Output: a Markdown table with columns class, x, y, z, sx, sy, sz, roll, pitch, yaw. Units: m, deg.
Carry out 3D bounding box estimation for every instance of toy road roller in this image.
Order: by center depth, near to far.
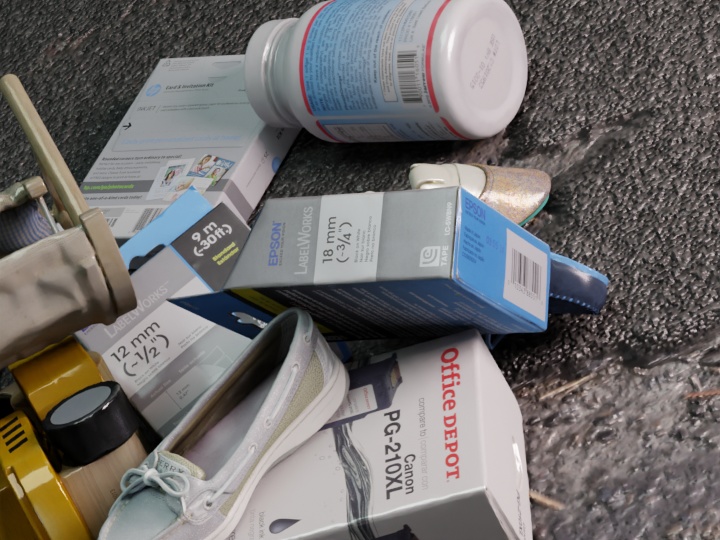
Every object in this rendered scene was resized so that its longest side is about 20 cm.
| class | x | y | z | sx | sy | sz | roll | pitch | yaw |
| --- | --- | --- | --- | --- | --- | --- | --- | --- | --- |
| toy road roller | -0.206 | 0.139 | 1.678 | 0.146 | 0.123 | 0.200 | -29 | 20 | -7 |

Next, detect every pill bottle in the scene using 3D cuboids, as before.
| class | x | y | z | sx | sy | sz | roll | pitch | yaw |
| --- | --- | --- | --- | --- | --- | --- | --- | --- | --- |
| pill bottle | 0.015 | -0.150 | 1.910 | 0.200 | 0.109 | 0.109 | 1 | 49 | 37 |

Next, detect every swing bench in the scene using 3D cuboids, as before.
| class | x | y | z | sx | sy | sz | roll | pitch | yaw |
| --- | --- | --- | --- | --- | --- | --- | --- | --- | --- |
| swing bench | -0.269 | 0.004 | 1.704 | 0.199 | 0.130 | 0.200 | -26 | 41 | -9 |

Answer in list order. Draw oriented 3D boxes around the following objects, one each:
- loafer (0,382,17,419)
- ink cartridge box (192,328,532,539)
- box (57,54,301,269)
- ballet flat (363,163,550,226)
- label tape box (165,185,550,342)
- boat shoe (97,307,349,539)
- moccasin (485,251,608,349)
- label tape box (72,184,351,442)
| class | x | y | z | sx | sy | sz | roll | pitch | yaw |
| --- | --- | --- | --- | --- | --- | --- | --- | --- | --- |
| loafer | -0.230 | 0.103 | 1.843 | 0.076 | 0.068 | 0.200 | 5 | 51 | 40 |
| ink cartridge box | -0.002 | 0.134 | 1.613 | 0.200 | 0.084 | 0.145 | -16 | 41 | 13 |
| box | -0.135 | -0.086 | 2.008 | 0.156 | 0.041 | 0.200 | 0 | 49 | 36 |
| ballet flat | 0.035 | -0.035 | 1.802 | 0.200 | 0.067 | 0.068 | -26 | 36 | 10 |
| label tape box | 0.000 | 0.000 | 1.620 | 0.200 | 0.144 | 0.063 | -4 | 74 | 26 |
| boat shoe | -0.092 | 0.109 | 1.575 | 0.202 | 0.065 | 0.074 | -43 | 41 | -16 |
| moccasin | 0.068 | 0.017 | 1.710 | 0.200 | 0.080 | 0.068 | 7 | 73 | 30 |
| label tape box | -0.123 | 0.030 | 1.803 | 0.143 | 0.066 | 0.200 | -39 | 58 | -7 |
